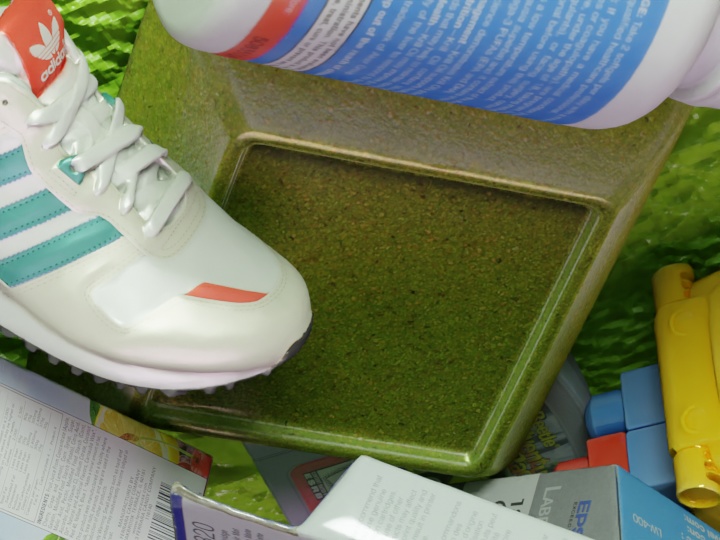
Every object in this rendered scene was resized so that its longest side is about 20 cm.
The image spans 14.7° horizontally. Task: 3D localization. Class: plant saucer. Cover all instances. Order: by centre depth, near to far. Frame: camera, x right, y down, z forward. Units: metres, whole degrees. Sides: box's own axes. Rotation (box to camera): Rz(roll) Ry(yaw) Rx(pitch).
[{"bbox_3d":[0.000,0.000,0.991,0.199,0.048,0.200,10,130,-16],"label":"plant saucer"}]

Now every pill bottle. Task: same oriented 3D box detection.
[{"bbox_3d":[0.044,-0.104,0.854,0.199,0.113,0.112,11,137,-24],"label":"pill bottle"}]

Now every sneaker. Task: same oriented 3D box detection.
[{"bbox_3d":[-0.101,-0.036,0.895,0.199,0.070,0.094,27,130,2],"label":"sneaker"}]

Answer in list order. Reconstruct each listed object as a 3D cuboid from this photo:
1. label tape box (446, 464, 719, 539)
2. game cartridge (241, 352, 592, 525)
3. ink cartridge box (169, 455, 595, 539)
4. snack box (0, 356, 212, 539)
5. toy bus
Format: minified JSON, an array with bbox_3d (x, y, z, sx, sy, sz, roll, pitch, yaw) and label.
[{"bbox_3d":[0.113,0.133,1.052,0.144,0.063,0.200,34,152,-31],"label":"label tape box"},{"bbox_3d":[0.032,0.076,1.138,0.133,0.041,0.200,-20,141,6],"label":"game cartridge"},{"bbox_3d":[0.036,0.132,0.982,0.199,0.041,0.200,19,155,9],"label":"ink cartridge box"},{"bbox_3d":[-0.182,0.065,0.994,0.168,0.068,0.200,-7,154,44],"label":"snack box"},{"bbox_3d":[0.179,0.076,1.099,0.191,0.136,0.200,-17,144,18],"label":"toy bus"}]
